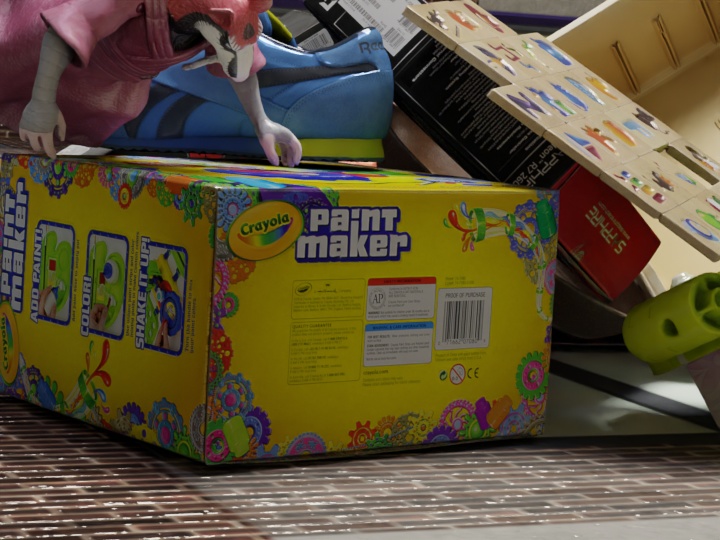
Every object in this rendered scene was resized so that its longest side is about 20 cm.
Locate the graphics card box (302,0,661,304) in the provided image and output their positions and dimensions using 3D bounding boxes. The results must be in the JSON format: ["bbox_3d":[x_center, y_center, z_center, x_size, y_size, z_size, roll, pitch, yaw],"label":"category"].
[{"bbox_3d":[0.065,-0.079,1.095,0.200,0.051,0.125,45,3,34],"label":"graphics card box"}]

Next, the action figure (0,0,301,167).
[{"bbox_3d":[-0.107,-0.119,0.966,0.200,0.149,0.134,-11,-12,44],"label":"action figure"}]

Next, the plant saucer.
[{"bbox_3d":[0.082,-0.023,1.177,0.200,0.035,0.200,35,13,-9],"label":"plant saucer"}]

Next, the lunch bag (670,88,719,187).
[{"bbox_3d":[0.279,-0.050,1.371,0.200,0.132,0.136,41,-8,-26],"label":"lunch bag"}]

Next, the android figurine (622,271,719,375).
[{"bbox_3d":[0.209,0.000,1.018,0.182,0.041,0.200,-27,-2,-28],"label":"android figurine"}]

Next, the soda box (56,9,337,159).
[{"bbox_3d":[-0.096,-0.070,1.164,0.200,0.063,0.071,-32,20,-12],"label":"soda box"}]

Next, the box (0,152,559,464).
[{"bbox_3d":[-0.044,0.011,0.986,0.200,0.122,0.192,-1,7,-39],"label":"box"}]

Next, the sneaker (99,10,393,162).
[{"bbox_3d":[-0.077,-0.097,1.066,0.200,0.079,0.066,3,6,20],"label":"sneaker"}]

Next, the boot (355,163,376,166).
[{"bbox_3d":[0.010,-0.058,1.282,0.107,0.200,0.075,-22,-20,-3],"label":"boot"}]

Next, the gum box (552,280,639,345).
[{"bbox_3d":[0.129,0.010,1.331,0.199,0.066,0.113,2,6,-20],"label":"gum box"}]

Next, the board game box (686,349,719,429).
[{"bbox_3d":[0.287,0.011,1.096,0.199,0.041,0.200,-29,-6,19],"label":"board game box"}]

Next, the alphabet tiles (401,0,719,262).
[{"bbox_3d":[0.116,-0.076,1.029,0.200,0.008,0.167,37,20,12],"label":"alphabet tiles"}]

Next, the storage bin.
[{"bbox_3d":[0.224,-0.087,1.232,0.200,0.199,0.094,-32,-37,3],"label":"storage bin"}]
